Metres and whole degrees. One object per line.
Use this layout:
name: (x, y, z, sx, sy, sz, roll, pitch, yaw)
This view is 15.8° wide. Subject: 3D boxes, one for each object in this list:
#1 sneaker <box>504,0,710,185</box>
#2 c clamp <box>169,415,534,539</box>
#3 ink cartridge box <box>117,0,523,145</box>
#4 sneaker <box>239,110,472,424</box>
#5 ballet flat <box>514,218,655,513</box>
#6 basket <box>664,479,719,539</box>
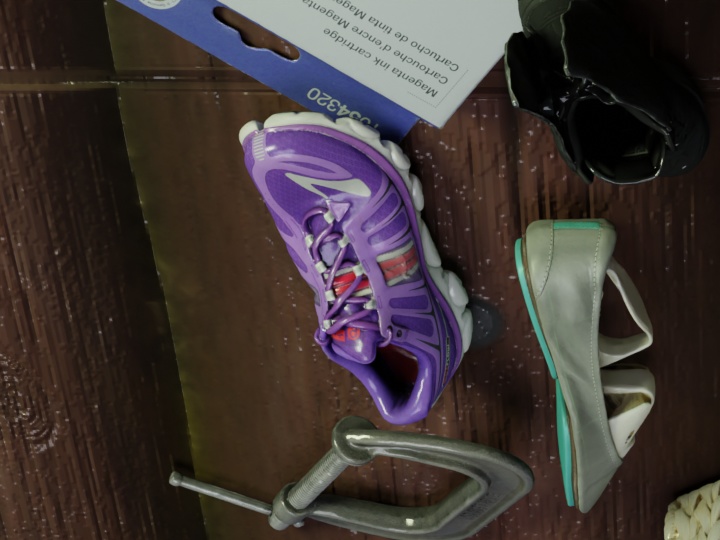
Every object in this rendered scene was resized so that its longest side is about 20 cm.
sneaker: (0.120, -0.073, 1.231, 0.060, 0.105, 0.200, -24, 140, 17)
c clamp: (0.001, 0.122, 1.468, 0.170, 0.027, 0.200, 18, 154, -17)
ink cartridge box: (-0.016, -0.152, 1.260, 0.196, 0.043, 0.200, 28, 128, -15)
sneaker: (0.000, 0.000, 1.357, 0.080, 0.084, 0.200, -12, 128, 30)
ballet flat: (0.129, 0.055, 1.400, 0.063, 0.068, 0.200, -8, 130, 8)
basket: (0.274, 0.222, 1.434, 0.160, 0.199, 0.200, -22, 125, 29)
